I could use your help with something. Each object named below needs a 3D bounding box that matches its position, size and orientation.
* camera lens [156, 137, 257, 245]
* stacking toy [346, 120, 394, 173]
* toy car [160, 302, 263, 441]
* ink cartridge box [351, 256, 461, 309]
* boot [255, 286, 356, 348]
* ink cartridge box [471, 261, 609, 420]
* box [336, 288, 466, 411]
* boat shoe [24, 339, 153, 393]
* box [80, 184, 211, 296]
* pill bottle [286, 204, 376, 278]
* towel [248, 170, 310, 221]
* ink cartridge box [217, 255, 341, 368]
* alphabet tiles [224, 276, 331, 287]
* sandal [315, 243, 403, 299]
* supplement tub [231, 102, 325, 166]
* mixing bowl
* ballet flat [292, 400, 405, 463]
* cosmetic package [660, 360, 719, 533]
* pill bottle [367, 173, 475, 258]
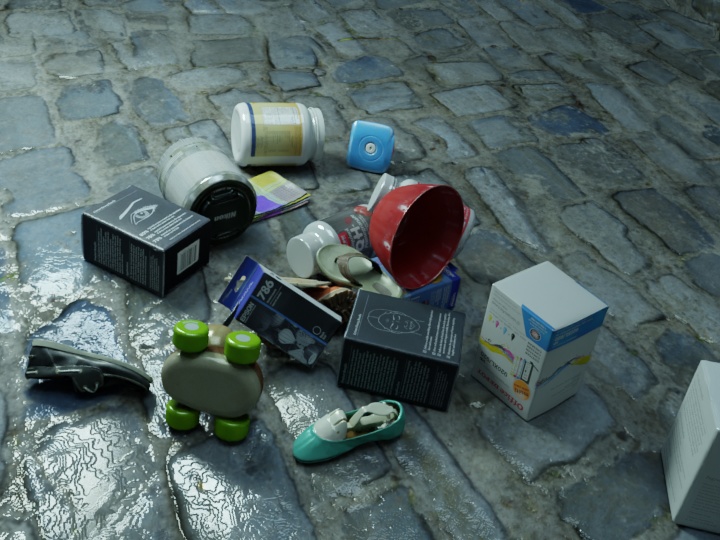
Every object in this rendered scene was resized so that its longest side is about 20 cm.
[{"bbox_3d":[-0.311,-0.159,1.869,0.158,0.162,0.200,-11,39,-29],"label":"camera lens"},{"bbox_3d":[0.034,-0.320,2.275,0.108,0.118,0.200,12,20,2],"label":"stacking toy"},{"bbox_3d":[-0.217,0.140,1.467,0.155,0.166,0.200,12,22,3],"label":"toy car"},{"bbox_3d":[0.098,0.026,1.786,0.198,0.077,0.136,-16,42,-36],"label":"ink cartridge box"},{"bbox_3d":[-0.111,0.079,1.668,0.198,0.076,0.107,-19,23,-28],"label":"boot"},{"bbox_3d":[0.302,0.120,1.585,0.143,0.202,0.147,-20,43,-34],"label":"ink cartridge box"},{"bbox_3d":[0.071,0.134,1.586,0.197,0.108,0.149,14,34,4],"label":"box"},{"bbox_3d":[-0.428,0.165,1.462,0.197,0.072,0.069,15,69,-6],"label":"boat shoe"},{"bbox_3d":[-0.405,-0.060,1.747,0.198,0.105,0.148,24,36,20],"label":"box"},{"bbox_3d":[-0.048,-0.054,1.829,0.199,0.112,0.110,-24,46,-40],"label":"pill bottle"},{"bbox_3d":[-0.222,-0.163,2.024,0.143,0.023,0.199,35,41,31],"label":"towel"},{"bbox_3d":[-0.138,0.071,1.569,0.199,0.100,0.039,32,9,-5],"label":"ink cartridge box"},{"bbox_3d":[-0.140,0.019,1.685,0.165,0.008,0.200,4,2,9],"label":"alphabet tiles"},{"bbox_3d":[0.001,0.000,1.690,0.200,0.058,0.080,32,61,31],"label":"sandal"},{"bbox_3d":[-0.192,-0.315,2.146,0.197,0.146,0.145,-3,35,-19],"label":"supplement tub"},{"bbox_3d":[0.087,-0.079,1.698,0.199,0.203,0.108,-23,39,-40],"label":"mixing bowl"},{"bbox_3d":[-0.016,0.240,1.439,0.198,0.071,0.067,-10,39,-27],"label":"ballet flat"},{"bbox_3d":[0.581,0.280,1.424,0.164,0.202,0.168,12,34,4],"label":"cosmetic package"},{"bbox_3d":[0.118,-0.111,1.824,0.198,0.109,0.109,26,32,-9],"label":"pill bottle"}]
